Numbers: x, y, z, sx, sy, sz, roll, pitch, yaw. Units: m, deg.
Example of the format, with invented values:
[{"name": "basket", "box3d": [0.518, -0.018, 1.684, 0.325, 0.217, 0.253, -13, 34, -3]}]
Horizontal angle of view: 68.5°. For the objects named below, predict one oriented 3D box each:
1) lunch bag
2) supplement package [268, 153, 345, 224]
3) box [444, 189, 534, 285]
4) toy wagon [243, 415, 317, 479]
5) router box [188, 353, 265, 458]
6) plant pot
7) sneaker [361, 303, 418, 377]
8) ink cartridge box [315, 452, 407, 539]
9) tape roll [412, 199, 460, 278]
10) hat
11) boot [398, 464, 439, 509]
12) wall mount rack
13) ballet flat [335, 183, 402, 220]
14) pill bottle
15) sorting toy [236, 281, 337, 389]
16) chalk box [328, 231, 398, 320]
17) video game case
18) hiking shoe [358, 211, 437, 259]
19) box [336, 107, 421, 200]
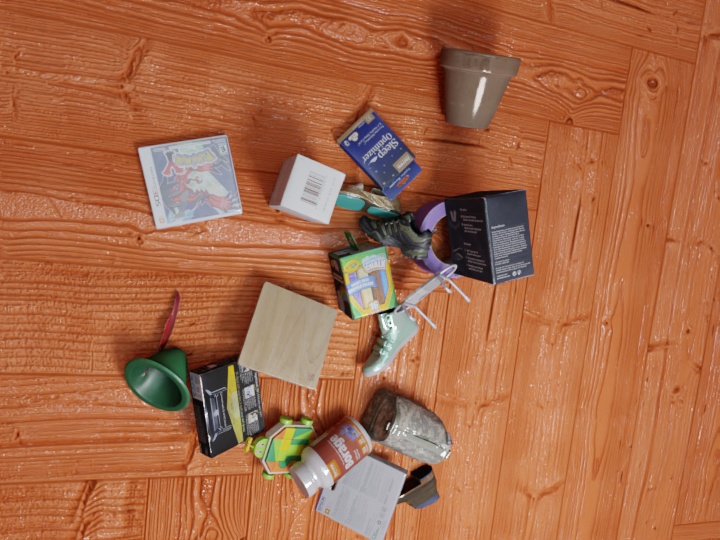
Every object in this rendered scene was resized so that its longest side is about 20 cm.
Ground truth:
[{"name": "lunch bag", "box3d": [0.124, 0.415, 1.380, 0.199, 0.168, 0.141, 29, 88, -19]}, {"name": "supplement package", "box3d": [-0.127, -0.181, 1.202, 0.116, 0.200, 0.118, 19, 91, -19]}, {"name": "box", "box3d": [0.305, -0.086, 1.268, 0.116, 0.196, 0.203, -12, 101, -16]}, {"name": "toy wagon", "box3d": [-0.197, 0.441, 1.315, 0.199, 0.039, 0.157, 18, 91, -44]}, {"name": "router box", "box3d": [-0.312, 0.312, 1.250, 0.156, 0.052, 0.203, -14, 103, -47]}, {"name": "plant pot", "box3d": [0.283, -0.451, 1.319, 0.197, 0.201, 0.177, 1, 114, -18]}, {"name": "sneaker", "box3d": [0.052, 0.172, 1.373, 0.200, 0.073, 0.119, -46, 115, -18]}, {"name": "ink cartridge box", "box3d": [0.002, 0.586, 1.408, 0.198, 0.043, 0.199, 21, 92, 15]}, {"name": "tape roll", "box3d": [0.227, -0.085, 1.392, 0.197, 0.085, 0.203, -2, 98, -17]}, {"name": "hat", "box3d": [-0.433, 0.202, 1.246, 0.165, 0.177, 0.200, 32, 131, -7]}, {"name": "boot", "box3d": [0.132, 0.634, 1.461, 0.198, 0.075, 0.098, -26, 101, -15]}, {"name": "wall mount rack", "box3d": [0.186, 0.076, 1.324, 0.199, 0.173, 0.075, -40, 66, 16]}, {"name": "ballet flat", "box3d": [0.013, -0.180, 1.330, 0.198, 0.070, 0.066, 16, 65, -22]}, {"name": "pill bottle", "box3d": [-0.075, 0.468, 1.328, 0.199, 0.112, 0.113, -33, 106, -28]}, {"name": "sorting toy", "box3d": [-0.180, 0.160, 1.275, 0.197, 0.069, 0.202, 23, 69, -21]}, {"name": "chalk box", "box3d": [0.000, 0.000, 1.308, 0.122, 0.125, 0.203, -14, 103, -15]}, {"name": "video game case", "box3d": [-0.386, -0.203, 1.210, 0.197, 0.023, 0.185, -13, 101, -16]}, {"name": "hiking shoe", "box3d": [0.092, -0.106, 1.315, 0.198, 0.076, 0.102, 26, 104, 14]}, {"name": "box", "box3d": [0.050, -0.287, 1.309, 0.121, 0.032, 0.200, -44, 93, -8]}]
